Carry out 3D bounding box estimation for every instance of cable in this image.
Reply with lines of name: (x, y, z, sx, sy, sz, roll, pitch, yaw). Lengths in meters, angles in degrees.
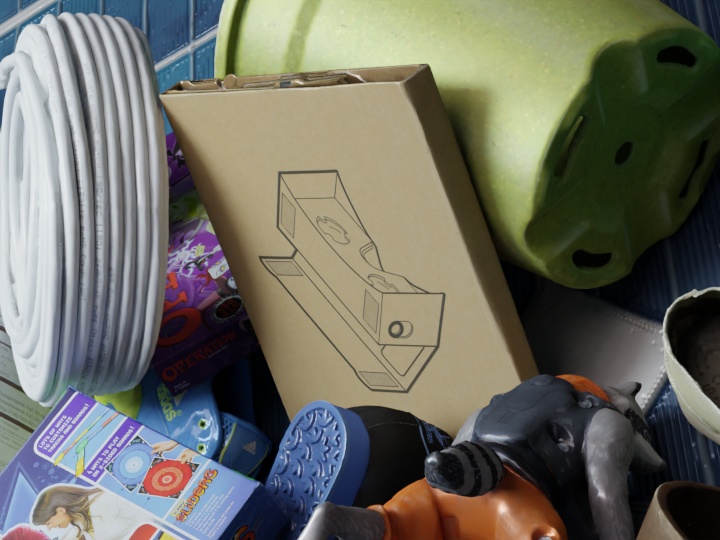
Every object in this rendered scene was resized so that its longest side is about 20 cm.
cable: (-0.143, -0.031, 1.047, 0.200, 0.069, 0.200, 147, 121, -71)

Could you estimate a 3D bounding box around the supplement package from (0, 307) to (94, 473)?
supplement package: (-0.211, 0.082, 1.154, 0.114, 0.109, 0.200, -17, 52, 34)

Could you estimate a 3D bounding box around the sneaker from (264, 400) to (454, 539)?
sneaker: (-0.023, 0.148, 0.971, 0.200, 0.078, 0.070, -60, 38, 26)

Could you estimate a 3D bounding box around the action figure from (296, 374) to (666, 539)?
action figure: (0.087, 0.091, 0.838, 0.200, 0.105, 0.193, -1, 15, 25)

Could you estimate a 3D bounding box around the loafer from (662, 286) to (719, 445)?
loafer: (0.191, 0.060, 0.825, 0.200, 0.068, 0.076, 22, 78, 49)

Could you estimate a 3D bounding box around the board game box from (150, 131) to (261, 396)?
board game box: (-0.075, -0.024, 1.125, 0.120, 0.032, 0.200, -33, 36, 5)

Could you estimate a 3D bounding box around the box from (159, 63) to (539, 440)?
box: (0.000, 0.000, 0.962, 0.163, 0.200, 0.021, 1, 30, 44)

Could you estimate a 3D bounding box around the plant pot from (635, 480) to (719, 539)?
plant pot: (0.136, 0.206, 0.708, 0.187, 0.187, 0.200, 41, 107, 50)

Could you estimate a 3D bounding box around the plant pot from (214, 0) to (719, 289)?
plant pot: (0.065, -0.087, 0.976, 0.184, 0.200, 0.201, 35, 88, 38)

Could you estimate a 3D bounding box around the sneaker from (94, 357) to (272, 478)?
sneaker: (-0.107, 0.115, 1.061, 0.105, 0.076, 0.200, -14, 53, 36)

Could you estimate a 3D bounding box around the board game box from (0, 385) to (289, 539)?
board game box: (-0.142, 0.158, 0.923, 0.135, 0.034, 0.200, 22, 66, 39)
